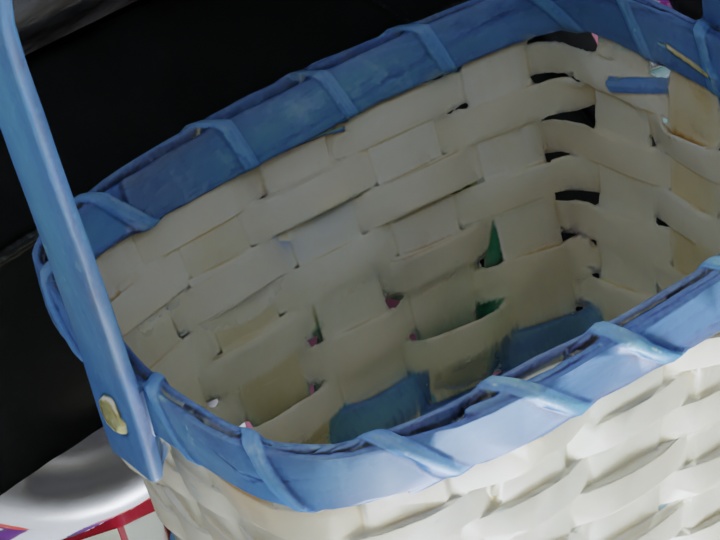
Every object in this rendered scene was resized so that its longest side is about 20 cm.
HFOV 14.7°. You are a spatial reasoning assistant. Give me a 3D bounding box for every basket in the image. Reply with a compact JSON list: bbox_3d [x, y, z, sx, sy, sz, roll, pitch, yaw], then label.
[{"bbox_3d":[0.013,-0.015,0.568,0.176,0.201,0.139,-25,-141,-25],"label":"basket"}]

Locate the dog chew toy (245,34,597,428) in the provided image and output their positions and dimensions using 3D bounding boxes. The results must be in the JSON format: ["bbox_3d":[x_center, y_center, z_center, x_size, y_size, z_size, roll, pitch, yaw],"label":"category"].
[{"bbox_3d":[0.032,-0.016,0.833,0.124,0.201,0.125,7,155,3],"label":"dog chew toy"}]

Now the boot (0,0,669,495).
[{"bbox_3d":[-0.022,0.006,0.682,0.199,0.165,0.066,-28,173,-20],"label":"boot"}]

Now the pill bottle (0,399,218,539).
[{"bbox_3d":[-0.106,0.029,0.876,0.111,0.112,0.200,-28,178,-14],"label":"pill bottle"}]

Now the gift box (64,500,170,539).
[{"bbox_3d":[-0.177,0.127,1.656,0.186,0.185,0.200,-19,-175,18],"label":"gift box"}]

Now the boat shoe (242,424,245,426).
[{"bbox_3d":[0.000,0.000,0.958,0.201,0.071,0.072,-60,-169,-19],"label":"boat shoe"}]

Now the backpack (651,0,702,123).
[{"bbox_3d":[0.093,-0.063,1.117,0.199,0.127,0.167,-28,167,23],"label":"backpack"}]
